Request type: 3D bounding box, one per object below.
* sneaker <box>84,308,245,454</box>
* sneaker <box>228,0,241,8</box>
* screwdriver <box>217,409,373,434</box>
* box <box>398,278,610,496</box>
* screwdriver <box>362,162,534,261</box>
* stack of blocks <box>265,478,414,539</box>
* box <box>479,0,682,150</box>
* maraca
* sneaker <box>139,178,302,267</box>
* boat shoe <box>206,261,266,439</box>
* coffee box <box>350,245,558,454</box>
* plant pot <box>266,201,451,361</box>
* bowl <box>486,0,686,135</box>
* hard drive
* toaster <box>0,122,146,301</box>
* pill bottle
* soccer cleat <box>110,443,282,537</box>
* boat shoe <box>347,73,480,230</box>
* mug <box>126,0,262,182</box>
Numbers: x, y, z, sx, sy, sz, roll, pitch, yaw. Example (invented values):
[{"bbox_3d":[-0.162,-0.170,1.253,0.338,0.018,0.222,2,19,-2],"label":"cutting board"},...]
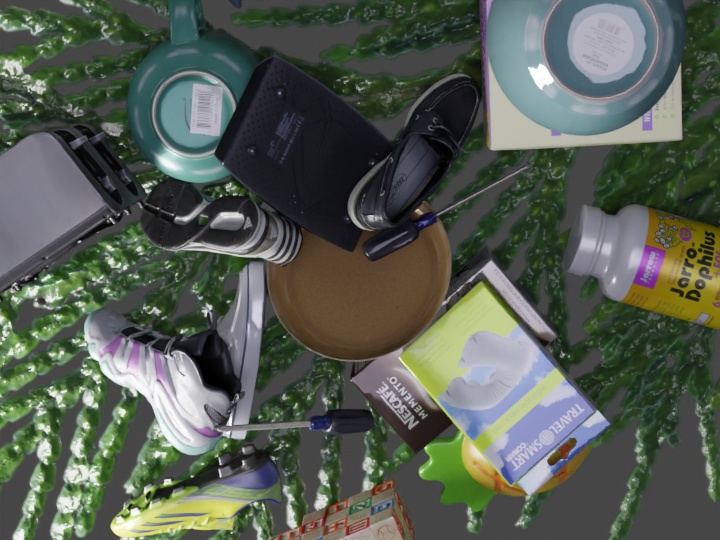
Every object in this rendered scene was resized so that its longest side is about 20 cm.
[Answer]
[{"bbox_3d":[-0.196,0.081,1.638,0.200,0.078,0.140,43,124,10],"label":"sneaker"},{"bbox_3d":[-0.076,-0.345,1.589,0.199,0.074,0.081,-29,110,13],"label":"sneaker"},{"bbox_3d":[-0.065,0.165,1.649,0.199,0.029,0.028,-1,112,-42],"label":"screwdriver"},{"bbox_3d":[0.148,0.123,1.594,0.122,0.048,0.200,-43,86,9],"label":"box"},{"bbox_3d":[0.092,-0.062,1.612,0.199,0.029,0.028,-26,61,0],"label":"screwdriver"},{"bbox_3d":[-0.042,0.310,1.702,0.199,0.115,0.059,-23,101,6],"label":"stack of blocks"},{"bbox_3d":[0.224,-0.221,1.592,0.198,0.097,0.178,-3,102,1],"label":"box"},{"bbox_3d":[0.160,0.192,1.679,0.199,0.107,0.137,-29,116,16],"label":"maraca"},{"bbox_3d":[-0.139,-0.037,1.627,0.115,0.200,0.076,25,81,-44],"label":"sneaker"},{"bbox_3d":[-0.141,0.086,1.675,0.065,0.074,0.202,8,101,-5],"label":"boat shoe"},{"bbox_3d":[0.098,0.085,1.668,0.200,0.080,0.113,-41,99,9],"label":"coffee box"},{"bbox_3d":[0.000,0.000,1.639,0.198,0.027,0.202,-3,74,12],"label":"plant pot"},{"bbox_3d":[0.223,-0.225,1.489,0.199,0.105,0.203,0,101,1],"label":"bowl"},{"bbox_3d":[-0.056,-0.117,1.579,0.200,0.042,0.136,33,77,-40],"label":"hard drive"},{"bbox_3d":[-0.335,-0.061,1.594,0.199,0.181,0.119,-33,95,8],"label":"toaster"},{"bbox_3d":[0.320,-0.008,1.633,0.198,0.104,0.105,15,102,-3],"label":"pill bottle"},{"bbox_3d":[-0.180,0.264,1.720,0.199,0.065,0.084,-23,108,6],"label":"soccer cleat"},{"bbox_3d":[0.069,-0.121,1.600,0.199,0.066,0.075,-47,117,-15],"label":"boat shoe"},{"bbox_3d":[-0.175,-0.180,1.596,0.152,0.114,0.185,-41,99,9],"label":"mug"}]
